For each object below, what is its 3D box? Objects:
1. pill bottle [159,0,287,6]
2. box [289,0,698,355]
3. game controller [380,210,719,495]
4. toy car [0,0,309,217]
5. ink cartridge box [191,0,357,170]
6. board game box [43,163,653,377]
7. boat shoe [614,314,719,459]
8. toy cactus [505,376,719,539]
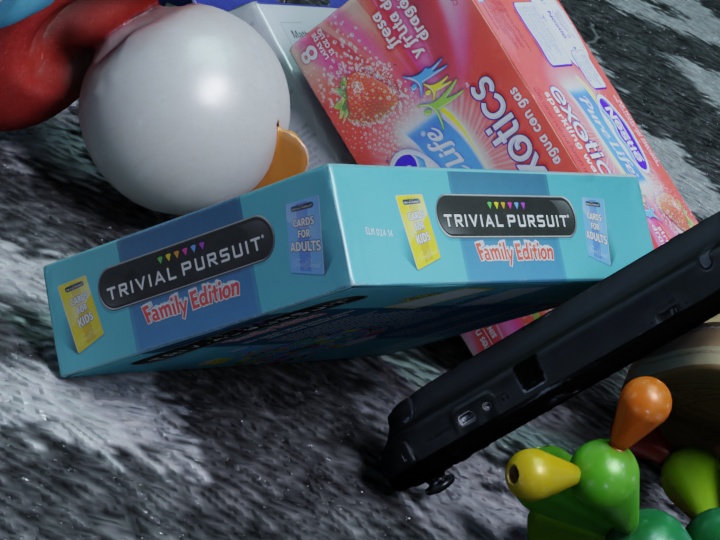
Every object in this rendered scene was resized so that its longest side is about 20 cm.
[{"bbox_3d":[-0.143,-0.177,1.219,0.199,0.112,0.112,18,21,-19],"label":"pill bottle"},{"bbox_3d":[0.071,-0.050,1.057,0.200,0.095,0.103,59,27,8],"label":"box"},{"bbox_3d":[0.099,0.028,0.883,0.104,0.200,0.042,-5,67,-63],"label":"game controller"},{"bbox_3d":[-0.107,-0.084,1.029,0.200,0.177,0.184,54,36,-2],"label":"toy car"},{"bbox_3d":[0.013,-0.088,1.154,0.199,0.041,0.200,-7,65,-56],"label":"ink cartridge box"},{"bbox_3d":[0.000,0.000,0.898,0.151,0.047,0.200,-18,-11,38],"label":"board game box"},{"bbox_3d":[0.151,0.039,0.962,0.071,0.065,0.200,25,-10,0],"label":"boat shoe"},{"bbox_3d":[0.132,0.113,0.856,0.165,0.102,0.200,39,11,9],"label":"toy cactus"}]
